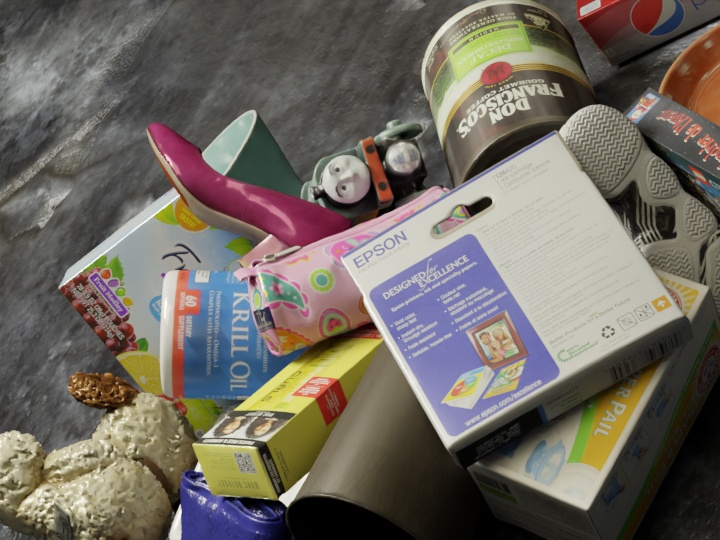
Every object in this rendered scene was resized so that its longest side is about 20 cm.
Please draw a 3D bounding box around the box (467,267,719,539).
[{"bbox_3d":[0.181,0.099,1.538,0.112,0.102,0.201,20,67,30],"label":"box"}]

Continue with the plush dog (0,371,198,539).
[{"bbox_3d":[-0.206,0.183,1.788,0.160,0.200,0.172,-5,43,43],"label":"plush dog"}]

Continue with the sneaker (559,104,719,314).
[{"bbox_3d":[0.222,-0.043,1.632,0.075,0.200,0.115,-37,5,-4],"label":"sneaker"}]

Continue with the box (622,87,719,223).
[{"bbox_3d":[0.295,-0.054,1.575,0.038,0.137,0.200,-44,35,-4],"label":"box"}]

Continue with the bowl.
[{"bbox_3d":[-0.126,-0.045,1.984,0.201,0.105,0.201,-47,15,17],"label":"bowl"}]

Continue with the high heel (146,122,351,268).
[{"bbox_3d":[-0.098,-0.072,1.762,0.096,0.067,0.200,-38,73,-8],"label":"high heel"}]

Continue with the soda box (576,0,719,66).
[{"bbox_3d":[0.295,-0.264,1.847,0.199,0.070,0.064,-25,39,26],"label":"soda box"}]

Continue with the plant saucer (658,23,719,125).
[{"bbox_3d":[0.344,-0.158,1.699,0.199,0.032,0.201,-21,33,14],"label":"plant saucer"}]

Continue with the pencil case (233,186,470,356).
[{"bbox_3d":[0.000,0.000,1.685,0.199,0.088,0.088,-22,34,-9],"label":"pencil case"}]

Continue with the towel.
[{"bbox_3d":[-0.096,0.268,1.626,0.147,0.049,0.202,21,111,58],"label":"towel"}]

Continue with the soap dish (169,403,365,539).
[{"bbox_3d":[-0.054,0.186,1.725,0.199,0.081,0.158,-8,49,40],"label":"soap dish"}]

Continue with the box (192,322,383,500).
[{"bbox_3d":[-0.040,0.109,1.633,0.075,0.050,0.200,-1,26,41],"label":"box"}]

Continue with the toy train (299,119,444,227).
[{"bbox_3d":[0.005,-0.070,1.813,0.113,0.086,0.200,-19,-6,-7],"label":"toy train"}]

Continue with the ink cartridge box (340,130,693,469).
[{"bbox_3d":[0.112,0.020,1.524,0.197,0.047,0.201,-30,51,0],"label":"ink cartridge box"}]

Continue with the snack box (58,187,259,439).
[{"bbox_3d":[-0.145,0.034,1.865,0.168,0.200,0.068,-35,14,10],"label":"snack box"}]

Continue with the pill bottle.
[{"bbox_3d":[-0.072,0.057,1.779,0.198,0.113,0.113,0,43,-2],"label":"pill bottle"}]

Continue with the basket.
[{"bbox_3d":[0.044,0.134,1.581,0.135,0.181,0.201,13,61,22],"label":"basket"}]

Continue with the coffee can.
[{"bbox_3d":[0.139,-0.124,1.794,0.146,0.146,0.201,-33,36,15],"label":"coffee can"}]
